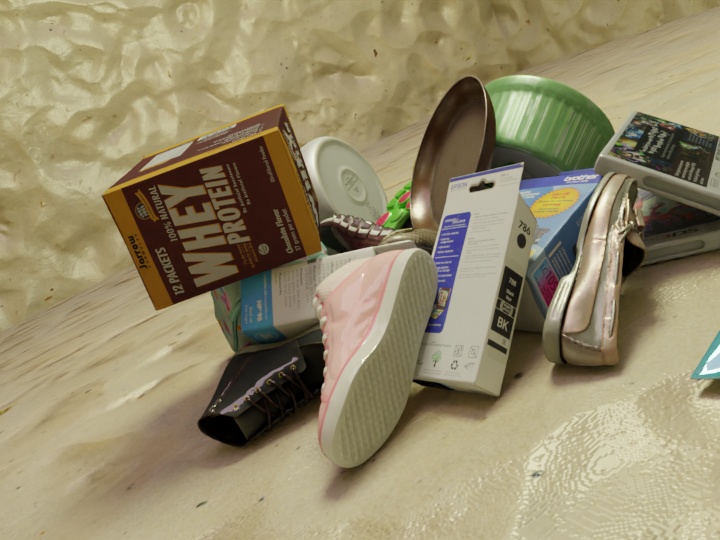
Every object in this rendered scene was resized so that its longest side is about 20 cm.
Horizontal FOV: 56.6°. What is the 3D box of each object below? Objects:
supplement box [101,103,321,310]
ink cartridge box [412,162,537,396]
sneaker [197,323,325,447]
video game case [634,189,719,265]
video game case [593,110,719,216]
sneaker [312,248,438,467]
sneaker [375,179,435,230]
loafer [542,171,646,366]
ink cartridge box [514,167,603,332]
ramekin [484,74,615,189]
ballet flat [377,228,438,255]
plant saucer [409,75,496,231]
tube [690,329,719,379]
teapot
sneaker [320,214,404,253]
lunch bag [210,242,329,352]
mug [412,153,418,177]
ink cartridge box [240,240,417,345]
[{"bbox_3d":[-0.156,-0.082,0.771,0.192,0.136,0.201,-19,21,3],"label":"supplement box"},{"bbox_3d":[0.102,0.007,0.611,0.098,0.039,0.205,-4,66,54],"label":"ink cartridge box"},{"bbox_3d":[-0.069,0.122,0.678,0.196,0.076,0.107,-18,26,28],"label":"sneaker"},{"bbox_3d":[0.331,-0.058,0.740,0.179,0.023,0.200,-15,17,31],"label":"video game case"},{"bbox_3d":[0.348,-0.107,0.687,0.179,0.024,0.199,24,35,20],"label":"video game case"},{"bbox_3d":[-0.006,0.072,0.601,0.103,0.075,0.204,0,57,41],"label":"sneaker"},{"bbox_3d":[0.073,-0.059,0.953,0.200,0.084,0.077,-45,34,6],"label":"sneaker"},{"bbox_3d":[0.218,-0.001,0.581,0.062,0.072,0.202,9,56,36],"label":"loafer"},{"bbox_3d":[0.186,-0.032,0.701,0.200,0.077,0.135,-43,24,-28],"label":"ink cartridge box"},{"bbox_3d":[0.221,-0.145,0.873,0.198,0.199,0.099,-1,56,56],"label":"ramekin"},{"bbox_3d":[0.098,-0.027,0.776,0.196,0.048,0.067,4,-19,-35],"label":"ballet flat"},{"bbox_3d":[0.115,-0.135,0.827,0.031,0.206,0.200,13,4,-18],"label":"plant saucer"},{"bbox_3d":[0.309,0.017,0.480,0.199,0.051,0.077,-41,14,-35],"label":"tube"},{"bbox_3d":[-0.058,-0.098,1.041,0.145,0.202,0.197,-31,-27,35],"label":"teapot"},{"bbox_3d":[0.000,0.000,0.858,0.197,0.075,0.118,13,74,43],"label":"sneaker"},{"bbox_3d":[-0.116,0.027,0.894,0.158,0.078,0.201,-26,-17,-21],"label":"lunch bag"},{"bbox_3d":[0.154,-0.108,1.045,0.145,0.191,0.154,9,24,-4],"label":"mug"},{"bbox_3d":[-0.021,0.036,0.739,0.195,0.068,0.116,-12,-24,15],"label":"ink cartridge box"}]
